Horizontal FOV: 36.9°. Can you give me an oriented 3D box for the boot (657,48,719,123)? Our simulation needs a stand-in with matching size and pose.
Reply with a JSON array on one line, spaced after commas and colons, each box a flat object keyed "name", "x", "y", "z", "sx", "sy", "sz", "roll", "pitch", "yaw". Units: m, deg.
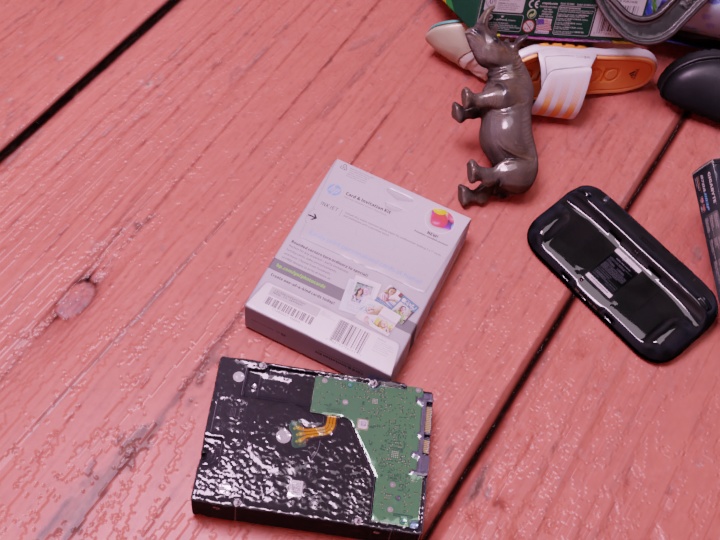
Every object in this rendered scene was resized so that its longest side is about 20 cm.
[{"name": "boot", "x": 0.435, "y": -0.153, "z": 1.174, "sx": 0.196, "sy": 0.077, "sz": 0.170, "roll": 5, "pitch": 52, "yaw": -11}]

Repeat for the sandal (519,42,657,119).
[{"name": "sandal", "x": 0.243, "y": -0.205, "z": 1.187, "sx": 0.203, "sy": 0.080, "sz": 0.060, "roll": -7, "pitch": 54, "yaw": -13}]

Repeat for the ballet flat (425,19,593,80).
[{"name": "ballet flat", "x": 0.171, "y": -0.244, "z": 1.218, "sx": 0.196, "sy": 0.070, "sz": 0.070, "roll": -1, "pitch": 56, "yaw": -8}]

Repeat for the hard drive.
[{"name": "hard drive", "x": -0.038, "y": 0.157, "z": 0.940, "sx": 0.196, "sy": 0.038, "sz": 0.142, "roll": 7, "pitch": 56, "yaw": -1}]

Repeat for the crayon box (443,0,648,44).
[{"name": "crayon box", "x": 0.194, "y": -0.317, "z": 1.214, "sx": 0.196, "sy": 0.059, "sz": 0.173, "roll": -1, "pitch": 34, "yaw": -17}]

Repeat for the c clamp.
[{"name": "c clamp", "x": 0.311, "y": -0.346, "z": 1.126, "sx": 0.170, "sy": 0.027, "sz": 0.201, "roll": 40, "pitch": 95, "yaw": 1}]

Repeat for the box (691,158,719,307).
[{"name": "box", "x": 0.425, "y": -0.015, "z": 1.060, "sx": 0.156, "sy": 0.046, "sz": 0.204, "roll": -6, "pitch": 79, "yaw": -11}]

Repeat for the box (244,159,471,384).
[{"name": "box", "x": 0.000, "y": 0.000, "z": 1.046, "sx": 0.154, "sy": 0.041, "sz": 0.202, "roll": 24, "pitch": 58, "yaw": 9}]

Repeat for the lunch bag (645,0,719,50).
[{"name": "lunch bag", "x": 0.415, "y": -0.312, "z": 1.223, "sx": 0.167, "sy": 0.200, "sz": 0.130, "roll": 13, "pitch": 94, "yaw": 5}]

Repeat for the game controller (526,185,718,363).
[{"name": "game controller", "x": 0.261, "y": 0.000, "z": 1.083, "sx": 0.104, "sy": 0.042, "sz": 0.200, "roll": -38, "pitch": 67, "yaw": -11}]

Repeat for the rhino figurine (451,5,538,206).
[{"name": "rhino figurine", "x": 0.141, "y": -0.171, "z": 1.118, "sx": 0.086, "sy": 0.060, "sz": 0.204, "roll": -4, "pitch": 93, "yaw": -15}]
